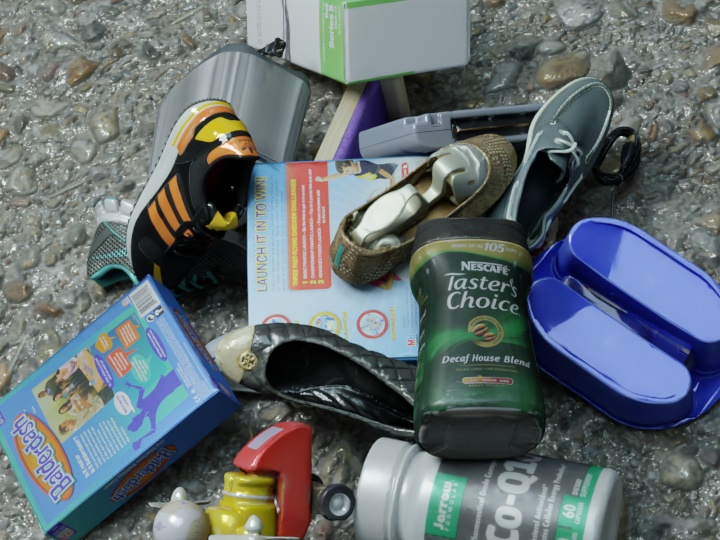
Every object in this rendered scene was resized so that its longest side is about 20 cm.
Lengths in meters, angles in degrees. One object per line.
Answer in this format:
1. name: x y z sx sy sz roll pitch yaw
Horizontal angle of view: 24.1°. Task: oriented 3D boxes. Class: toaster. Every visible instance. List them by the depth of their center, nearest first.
1. toaster: -0.125 -0.124 1.615 0.200 0.114 0.129 -30 44 48

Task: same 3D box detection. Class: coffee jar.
1. coffee jar: 0.092 0.049 1.362 0.104 0.085 0.200 0 53 -2

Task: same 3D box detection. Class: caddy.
1. caddy: 0.227 0.047 1.455 0.200 0.105 0.141 35 80 14

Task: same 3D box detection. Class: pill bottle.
1. pill bottle: 0.103 0.199 1.366 0.200 0.113 0.113 8 56 17

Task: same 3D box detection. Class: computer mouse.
1. computer mouse: 0.237 -0.055 1.559 0.059 0.034 0.200 12 60 -3

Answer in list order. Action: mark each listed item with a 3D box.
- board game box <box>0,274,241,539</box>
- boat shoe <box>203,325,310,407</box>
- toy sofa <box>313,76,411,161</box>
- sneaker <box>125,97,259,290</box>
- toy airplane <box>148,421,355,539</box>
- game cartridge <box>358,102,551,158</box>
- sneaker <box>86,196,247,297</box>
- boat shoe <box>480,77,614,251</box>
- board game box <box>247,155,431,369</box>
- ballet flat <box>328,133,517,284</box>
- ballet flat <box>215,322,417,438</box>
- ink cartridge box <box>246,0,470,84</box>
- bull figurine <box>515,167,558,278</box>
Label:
1. board game box: -0.222 0.123 1.497 0.200 0.045 0.152 -39 54 5
2. boat shoe: -0.047 0.087 1.503 0.200 0.074 0.067 -9 51 4
3. toy sofa: 0.001 -0.096 1.623 0.097 0.083 0.200 10 57 20
4. sneaker: -0.147 -0.049 1.494 0.070 0.200 0.090 0 37 -38
5. toy airplane: -0.107 0.233 1.339 0.200 0.141 0.199 -46 30 33
6. game cartridge: 0.107 -0.128 1.575 0.200 0.133 0.042 -8 86 -25
7. sneaker: -0.175 -0.003 1.610 0.200 0.078 0.091 13 74 24
8. boat shoe: 0.175 -0.090 1.500 0.200 0.073 0.062 -54 19 -16
9. board game box: 0.000 0.000 1.482 0.195 0.056 0.200 -2 64 1
10. ballet flat: 0.058 -0.061 1.442 0.200 0.065 0.071 -40 69 -17
11. ballet flat: -0.022 0.088 1.386 0.200 0.067 0.057 14 14 1
12. ink cartridge box: -0.006 -0.252 1.670 0.145 0.084 0.200 -14 24 -29
13. bull figurine: 0.127 -0.018 1.549 0.200 0.065 0.121 -32 60 -6
